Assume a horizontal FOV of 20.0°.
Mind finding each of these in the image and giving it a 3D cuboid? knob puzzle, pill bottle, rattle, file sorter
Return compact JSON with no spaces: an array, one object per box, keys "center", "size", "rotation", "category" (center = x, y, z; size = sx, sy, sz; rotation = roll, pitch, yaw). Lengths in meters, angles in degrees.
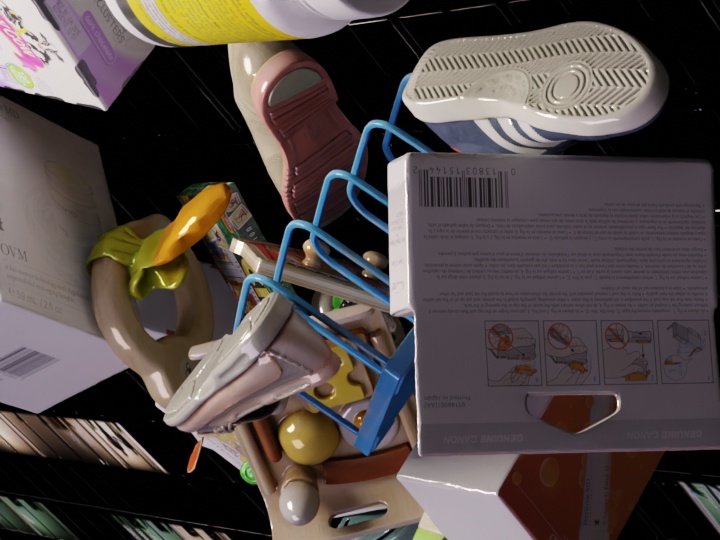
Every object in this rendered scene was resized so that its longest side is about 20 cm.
[{"center":[0.000,0.000,1.516],"size":[0.218,0.031,0.220],"rotation":[17,-175,-1],"category":"knob puzzle"},{"center":[-0.060,-0.194,1.221],"size":[0.199,0.115,0.114],"rotation":[4,142,47],"category":"pill bottle"},{"center":[-0.115,0.045,1.581],"size":[0.142,0.130,0.201],"rotation":[-21,92,17],"category":"rattle"},{"center":[0.021,-0.010,1.353],"size":[0.122,0.200,0.139],"rotation":[34,155,7],"category":"file sorter"}]

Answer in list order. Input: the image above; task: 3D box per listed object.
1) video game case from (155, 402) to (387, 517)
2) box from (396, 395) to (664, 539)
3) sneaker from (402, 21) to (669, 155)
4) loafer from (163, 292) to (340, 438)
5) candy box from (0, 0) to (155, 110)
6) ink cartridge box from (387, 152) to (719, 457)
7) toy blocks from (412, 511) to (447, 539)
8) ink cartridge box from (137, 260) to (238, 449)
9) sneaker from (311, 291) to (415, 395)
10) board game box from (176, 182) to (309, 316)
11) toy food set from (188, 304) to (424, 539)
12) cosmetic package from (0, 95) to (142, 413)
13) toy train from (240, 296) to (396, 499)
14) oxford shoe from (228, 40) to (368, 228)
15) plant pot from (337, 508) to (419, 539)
[{"center":[-0.070,0.148,1.733],"size":[0.182,0.023,0.200],"rotation":[39,156,-13],"category":"video game case"},{"center":[0.135,0.106,1.413],"size":[0.097,0.201,0.125],"rotation":[4,142,46],"category":"box"},{"center":[0.119,-0.098,1.238],"size":[0.199,0.075,0.084],"rotation":[11,154,50],"category":"sneaker"},{"center":[-0.073,0.075,1.315],"size":[0.063,0.072,0.200],"rotation":[36,153,-6],"category":"loafer"},{"center":[-0.272,-0.212,1.489],"size":[0.199,0.072,0.168],"rotation":[15,149,35],"category":"candy box"},{"center":[0.117,0.021,1.216],"size":[0.198,0.178,0.045],"rotation":[1,173,-17],"category":"ink cartridge box"},{"center":[0.124,0.156,1.555],"size":[0.099,0.201,0.137],"rotation":[13,163,39],"category":"toy blocks"},{"center":[-0.108,0.087,1.801],"size":[0.144,0.084,0.200],"rotation":[15,150,35],"category":"ink cartridge box"},{"center":[0.000,0.086,1.679],"size":[0.111,0.077,0.200],"rotation":[-11,137,44],"category":"sneaker"},{"center":[-0.076,0.021,1.629],"size":[0.201,0.023,0.105],"rotation":[61,159,-12],"category":"board game box"},{"center":[-0.029,0.120,1.535],"size":[0.142,0.061,0.201],"rotation":[-15,123,9],"category":"toy food set"},{"center":[-0.284,-0.019,1.598],"size":[0.122,0.201,0.199],"rotation":[-27,156,19],"category":"cosmetic package"},{"center":[-0.033,0.099,1.579],"size":[0.056,0.042,0.201],"rotation":[27,120,-6],"category":"toy train"},{"center":[-0.046,-0.104,1.441],"size":[0.074,0.071,0.200],"rotation":[49,165,32],"category":"oxford shoe"},{"center":[0.092,0.259,1.751],"size":[0.196,0.200,0.200],"rotation":[47,152,-14],"category":"plant pot"}]
